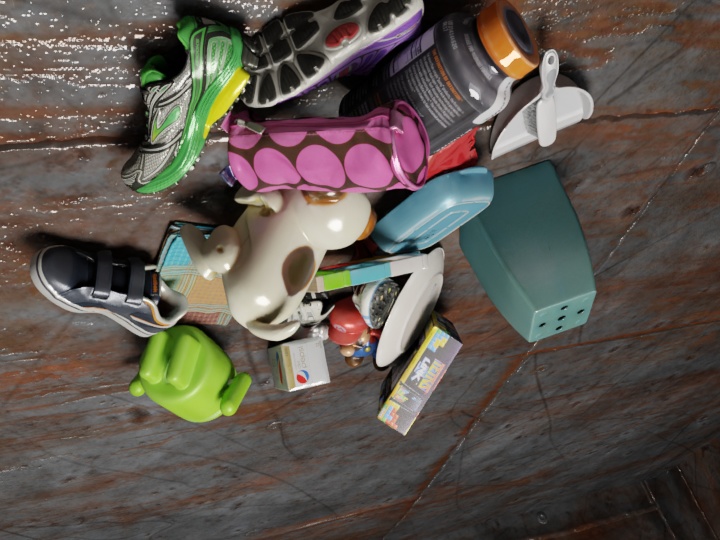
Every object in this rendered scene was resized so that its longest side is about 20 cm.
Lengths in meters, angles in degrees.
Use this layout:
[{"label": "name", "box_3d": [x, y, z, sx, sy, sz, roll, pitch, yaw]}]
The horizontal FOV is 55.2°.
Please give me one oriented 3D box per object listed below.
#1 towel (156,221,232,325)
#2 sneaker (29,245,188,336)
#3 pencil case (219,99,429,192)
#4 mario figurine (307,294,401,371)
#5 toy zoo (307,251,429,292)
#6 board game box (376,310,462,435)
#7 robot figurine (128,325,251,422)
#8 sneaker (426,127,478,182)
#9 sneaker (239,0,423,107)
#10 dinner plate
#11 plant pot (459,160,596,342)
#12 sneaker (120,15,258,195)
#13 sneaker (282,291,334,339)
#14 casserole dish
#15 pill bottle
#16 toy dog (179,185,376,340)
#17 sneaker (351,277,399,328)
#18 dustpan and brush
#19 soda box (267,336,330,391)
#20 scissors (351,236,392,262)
[{"label": "towel", "box_3d": [-0.210, 0.014, 0.931, 0.144, 0.022, 0.201, 4, 140, -32]}, {"label": "sneaker", "box_3d": [-0.292, 0.017, 0.830, 0.078, 0.080, 0.199, -21, 150, 22]}, {"label": "pencil case", "box_3d": [-0.035, -0.119, 0.662, 0.196, 0.092, 0.094, 1, 143, 25]}, {"label": "mario figurine", "box_3d": [-0.010, 0.123, 1.117, 0.122, 0.107, 0.201, -28, 150, 0]}, {"label": "toy zoo", "box_3d": [0.000, 0.000, 0.917, 0.197, 0.021, 0.130, -12, -175, -30]}, {"label": "board game box", "box_3d": [0.094, 0.156, 1.116, 0.167, 0.056, 0.200, -57, 179, 6]}, {"label": "robot figurine", "box_3d": [-0.250, 0.155, 1.018, 0.172, 0.118, 0.201, 6, 156, 12]}, {"label": "sneaker", "box_3d": [0.116, -0.180, 0.805, 0.114, 0.079, 0.200, -4, 150, -49]}, {"label": "sneaker", "box_3d": [-0.026, -0.206, 0.670, 0.197, 0.082, 0.083, -23, 159, 9]}, {"label": "dinner plate", "box_3d": [0.084, 0.060, 1.044, 0.201, 0.024, 0.202, -54, 160, -29]}, {"label": "plant pot", "box_3d": [0.239, -0.015, 0.968, 0.139, 0.203, 0.142, -17, 148, -3]}, {"label": "sneaker", "box_3d": [-0.183, -0.159, 0.663, 0.084, 0.079, 0.200, 21, 123, -34]}, {"label": "sneaker", "box_3d": [-0.102, 0.042, 0.977, 0.087, 0.076, 0.200, -35, 164, 12]}, {"label": "casserole dish", "box_3d": [0.096, -0.072, 0.908, 0.120, 0.039, 0.199, -8, 162, -39]}, {"label": "pill bottle", "box_3d": [0.079, -0.182, 0.692, 0.198, 0.108, 0.105, -28, 149, 37]}, {"label": "toy dog", "box_3d": [-0.081, -0.042, 0.773, 0.199, 0.195, 0.139, -41, 130, 8]}, {"label": "sneaker", "box_3d": [0.015, 0.035, 0.968, 0.073, 0.072, 0.200, -62, 175, 0]}, {"label": "dustpan and brush", "box_3d": [0.217, -0.201, 0.818, 0.137, 0.058, 0.201, -23, 147, 3]}, {"label": "soda box", "box_3d": [-0.099, 0.144, 1.058, 0.062, 0.070, 0.200, -10, 174, -15]}, {"label": "scissors", "box_3d": [0.004, -0.050, 0.966, 0.072, 0.014, 0.201, -18, 146, 1]}]
